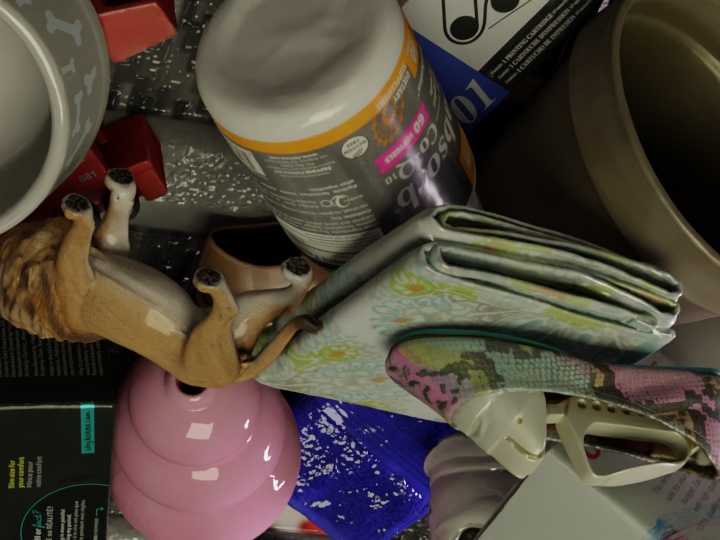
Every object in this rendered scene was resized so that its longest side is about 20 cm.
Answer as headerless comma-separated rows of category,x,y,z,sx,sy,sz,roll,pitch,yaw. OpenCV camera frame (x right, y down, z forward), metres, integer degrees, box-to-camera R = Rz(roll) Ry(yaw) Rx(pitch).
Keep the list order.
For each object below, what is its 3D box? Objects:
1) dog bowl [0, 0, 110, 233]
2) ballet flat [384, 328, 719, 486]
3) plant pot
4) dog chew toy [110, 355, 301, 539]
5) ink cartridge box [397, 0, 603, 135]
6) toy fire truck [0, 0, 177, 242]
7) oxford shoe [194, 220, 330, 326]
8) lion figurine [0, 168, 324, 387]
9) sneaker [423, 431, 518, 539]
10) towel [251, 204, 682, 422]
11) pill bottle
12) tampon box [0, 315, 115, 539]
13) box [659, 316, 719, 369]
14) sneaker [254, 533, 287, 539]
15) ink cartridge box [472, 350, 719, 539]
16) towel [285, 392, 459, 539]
dog bowl,-0.237,-0.100,1.395,0.199,0.059,0.201,3,123,5
ballet flat,0.110,0.078,1.381,0.199,0.071,0.069,9,151,-17
plant pot,0.151,-0.043,1.503,0.200,0.201,0.173,29,138,-32
dog chew toy,-0.098,0.097,1.567,0.124,0.125,0.200,-9,161,-4
ink cartridge box,0.056,-0.141,1.470,0.094,0.044,0.200,30,120,-31
toy fire truck,-0.179,-0.083,1.469,0.199,0.049,0.141,-22,132,9
oxford shoe,0.000,0.000,1.571,0.199,0.071,0.072,-3,129,-8
lion figurine,-0.116,0.020,1.426,0.200,0.072,0.123,32,132,15
sneaker,0.135,0.149,1.624,0.199,0.087,0.075,-6,146,20
towel,0.057,0.030,1.420,0.171,0.048,0.200,15,151,-26
pill bottle,-0.003,-0.067,1.409,0.116,0.117,0.200,-22,142,8
tampon box,-0.253,0.091,1.558,0.199,0.127,0.150,-1,131,-11
box,0.241,0.070,1.624,0.127,0.109,0.200,6,148,41
sneaker,-0.053,0.256,1.778,0.199,0.084,0.121,22,119,-19
ink cartridge box,0.174,0.172,1.487,0.200,0.145,0.145,40,127,6
towel,0.036,0.101,1.683,0.200,0.050,0.148,-37,130,20
